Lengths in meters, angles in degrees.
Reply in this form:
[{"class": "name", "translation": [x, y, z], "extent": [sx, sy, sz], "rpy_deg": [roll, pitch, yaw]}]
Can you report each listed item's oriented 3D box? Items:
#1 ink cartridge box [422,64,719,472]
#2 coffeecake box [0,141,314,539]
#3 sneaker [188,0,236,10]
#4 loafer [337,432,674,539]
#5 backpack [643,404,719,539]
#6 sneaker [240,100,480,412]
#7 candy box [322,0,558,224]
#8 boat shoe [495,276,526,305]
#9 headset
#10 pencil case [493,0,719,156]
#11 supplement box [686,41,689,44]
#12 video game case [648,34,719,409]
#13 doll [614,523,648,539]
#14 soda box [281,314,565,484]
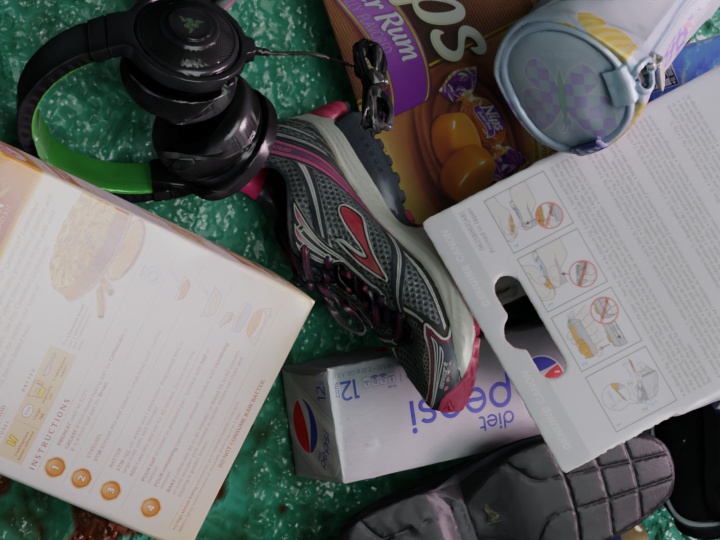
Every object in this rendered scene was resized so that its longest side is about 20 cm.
[{"class": "ink cartridge box", "translation": [0.158, -0.001, 1.436], "extent": [0.200, 0.057, 0.163], "rpy_deg": [-29, 75, -3]}, {"class": "coffeecake box", "translation": [-0.150, 0.037, 1.409], "extent": [0.200, 0.073, 0.154], "rpy_deg": [26, 93, -26]}, {"class": "sneaker", "translation": [-0.046, -0.218, 1.438], "extent": [0.070, 0.082, 0.200], "rpy_deg": [28, 97, -29]}, {"class": "loafer", "translation": [0.079, 0.132, 1.514], "extent": [0.199, 0.072, 0.073], "rpy_deg": [-14, 96, -6]}, {"class": "backpack", "translation": [0.251, 0.050, 1.566], "extent": [0.177, 0.151, 0.201], "rpy_deg": [-10, 81, 12]}, {"class": "sneaker", "translation": [0.000, 0.000, 1.463], "extent": [0.075, 0.081, 0.200], "rpy_deg": [-20, 59, -26]}, {"class": "candy box", "translation": [0.050, -0.131, 1.499], "extent": [0.116, 0.056, 0.201], "rpy_deg": [-15, 102, 16]}, {"class": "boat shoe", "translation": [0.108, -0.015, 1.563], "extent": [0.199, 0.074, 0.066], "rpy_deg": [-18, 105, -15]}, {"class": "headset", "translation": [-0.082, -0.083, 1.402], "extent": [0.199, 0.094, 0.124], "rpy_deg": [-14, 140, 6]}, {"class": "pencil case", "translation": [0.150, -0.147, 1.455], "extent": [0.083, 0.091, 0.200], "rpy_deg": [57, 43, -17]}, {"class": "supplement box", "translation": [0.166, -0.163, 1.584], "extent": [0.069, 0.067, 0.200], "rpy_deg": [42, 73, -19]}, {"class": "video game case", "translation": [0.250, -0.045, 1.496], "extent": [0.181, 0.045, 0.200], "rpy_deg": [-17, 74, -8]}, {"class": "doll", "translation": [0.090, 0.212, 1.561], "extent": [0.200, 0.048, 0.137], "rpy_deg": [-33, 105, -28]}, {"class": "soda box", "translation": [0.058, 0.071, 1.537], "extent": [0.200, 0.063, 0.068], "rpy_deg": [-11, 95, -27]}]
